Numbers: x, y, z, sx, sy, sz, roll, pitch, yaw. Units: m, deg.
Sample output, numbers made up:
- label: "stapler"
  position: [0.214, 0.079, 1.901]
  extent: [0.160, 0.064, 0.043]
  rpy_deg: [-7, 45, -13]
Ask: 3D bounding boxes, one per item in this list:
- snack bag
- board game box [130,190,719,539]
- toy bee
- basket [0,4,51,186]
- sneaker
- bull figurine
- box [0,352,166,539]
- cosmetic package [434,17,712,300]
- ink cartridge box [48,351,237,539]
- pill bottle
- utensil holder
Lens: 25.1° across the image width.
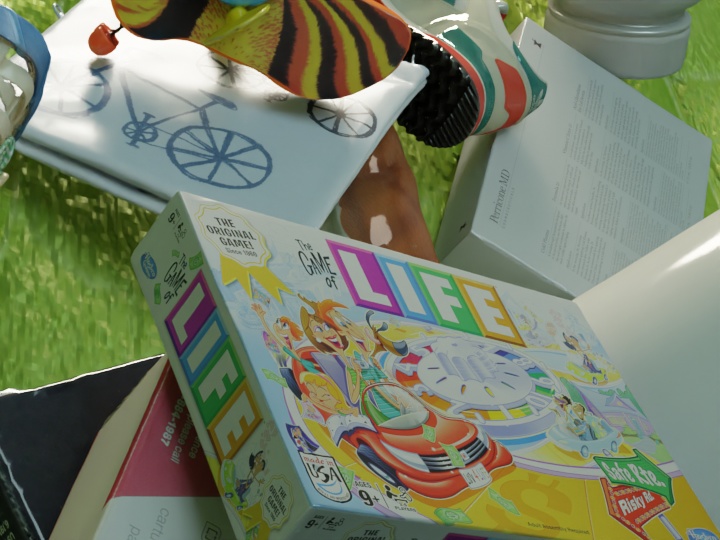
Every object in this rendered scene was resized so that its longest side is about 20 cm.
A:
- label: "snack bag"
  position: [-0.080, -0.090, 0.825]
  extent: [0.188, 0.021, 0.200]
  rpy_deg: [23, 38, 8]
- label: "board game box"
  position: [0.028, 0.050, 0.559]
  extent: [0.199, 0.034, 0.135]
  rpy_deg: [14, 35, -40]
- label: "toy bee"
  position: [-0.079, -0.138, 0.806]
  extent: [0.200, 0.109, 0.131]
  rpy_deg: [40, 10, 9]
- label: "basket"
  position: [-0.204, -0.092, 0.677]
  extent: [0.139, 0.176, 0.201]
  rpy_deg: [22, 67, -23]
- label: "sneaker"
  position: [0.031, -0.152, 0.952]
  extent: [0.093, 0.071, 0.200]
  rpy_deg: [-13, 53, -42]
- label: "bull figurine"
  position: [0.000, 0.000, 0.832]
  extent: [0.121, 0.065, 0.201]
  rpy_deg: [1, 54, -29]
- label: "box"
  position: [-0.053, 0.139, 0.653]
  extent: [0.196, 0.117, 0.201]
  rpy_deg: [-14, 67, -41]
- label: "cosmetic package"
  position: [0.132, -0.041, 0.972]
  extent: [0.150, 0.052, 0.201]
  rpy_deg: [33, 45, -15]
- label: "ink cartridge box"
  position: [-0.012, 0.137, 0.542]
  extent: [0.199, 0.083, 0.147]
  rpy_deg: [32, 45, -13]
- label: "pill bottle"
  position: [0.174, -0.231, 1.026]
  extent: [0.113, 0.201, 0.114]
  rpy_deg: [4, 26, -2]
- label: "utensil holder"
  position: [0.151, 0.071, 0.710]
  extent: [0.171, 0.199, 0.170]
  rpy_deg: [59, 6, -9]
